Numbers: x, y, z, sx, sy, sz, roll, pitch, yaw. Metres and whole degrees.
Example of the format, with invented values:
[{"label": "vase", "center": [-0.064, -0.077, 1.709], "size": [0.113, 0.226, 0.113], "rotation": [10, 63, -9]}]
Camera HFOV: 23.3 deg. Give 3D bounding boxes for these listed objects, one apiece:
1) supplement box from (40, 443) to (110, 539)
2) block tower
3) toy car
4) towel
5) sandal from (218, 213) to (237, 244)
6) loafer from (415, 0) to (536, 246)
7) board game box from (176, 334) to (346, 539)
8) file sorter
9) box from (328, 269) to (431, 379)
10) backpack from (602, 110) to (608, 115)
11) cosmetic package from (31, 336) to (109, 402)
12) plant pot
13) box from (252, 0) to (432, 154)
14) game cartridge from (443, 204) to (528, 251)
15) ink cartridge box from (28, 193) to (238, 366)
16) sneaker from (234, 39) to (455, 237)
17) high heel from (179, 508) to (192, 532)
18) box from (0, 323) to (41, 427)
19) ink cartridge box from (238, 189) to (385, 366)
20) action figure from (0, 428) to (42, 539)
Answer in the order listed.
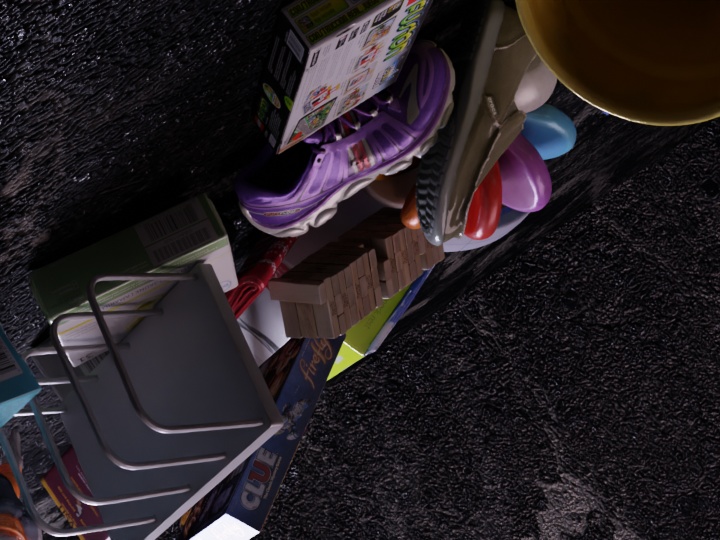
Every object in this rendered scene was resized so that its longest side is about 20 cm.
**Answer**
[{"label": "supplement box", "center": [-0.177, 0.150, 1.487], "size": [0.110, 0.086, 0.200], "rotation": [-30, 170, -40]}, {"label": "block tower", "center": [0.000, 0.000, 1.514], "size": [0.054, 0.058, 0.200], "rotation": [2, -159, 33]}, {"label": "toy car", "center": [0.101, -0.107, 1.506], "size": [0.200, 0.150, 0.175], "rotation": [-32, 172, -21]}, {"label": "towel", "center": [-0.080, -0.018, 1.515], "size": [0.145, 0.022, 0.200], "rotation": [-45, -170, 47]}, {"label": "sandal", "center": [-0.150, -0.008, 1.414], "size": [0.075, 0.045, 0.200], "rotation": [-39, 172, 15]}, {"label": "loafer", "center": [0.098, -0.112, 1.379], "size": [0.075, 0.069, 0.200], "rotation": [-137, -117, -73]}, {"label": "board game box", "center": [-0.087, 0.149, 1.510], "size": [0.135, 0.035, 0.200], "rotation": [-42, -160, 56]}, {"label": "file sorter", "center": [-0.182, 0.107, 1.265], "size": [0.124, 0.139, 0.200], "rotation": [1, 145, -48]}, {"label": "box", "center": [-0.001, 0.041, 1.734], "size": [0.122, 0.048, 0.200], "rotation": [-55, -174, -21]}, {"label": "backpack", "center": [0.275, -0.220, 1.523], "size": [0.200, 0.147, 0.183], "rotation": [-37, 175, -32]}, {"label": "cosmetic package", "center": [-0.220, 0.090, 1.575], "size": [0.107, 0.090, 0.200], "rotation": [-35, 175, -9]}, {"label": "plant pot", "center": [0.232, -0.230, 1.228], "size": [0.201, 0.201, 0.189], "rotation": [-42, -176, 41]}, {"label": "box", "center": [-0.012, -0.150, 1.184], "size": [0.110, 0.035, 0.200], "rotation": [-33, 172, -16]}, {"label": "game cartridge", "center": [0.097, -0.087, 1.675], "size": [0.200, 0.133, 0.042], "rotation": [-26, 161, -53]}, {"label": "ink cartridge box", "center": [-0.167, 0.025, 1.353], "size": [0.145, 0.048, 0.200], "rotation": [-26, 159, -9]}, {"label": "sneaker", "center": [-0.011, -0.104, 1.341], "size": [0.200, 0.081, 0.083], "rotation": [-42, 153, -1]}, {"label": "high heel", "center": [-0.144, 0.156, 1.590], "size": [0.143, 0.071, 0.200], "rotation": [63, 36, -50]}, {"label": "box", "center": [-0.318, 0.107, 1.257], "size": [0.200, 0.082, 0.049], "rotation": [-41, 169, 34]}, {"label": "ink cartridge box", "center": [-0.055, 0.011, 1.667], "size": [0.147, 0.083, 0.200], "rotation": [-54, -174, -38]}, {"label": "action figure", "center": [-0.326, 0.181, 1.382], "size": [0.200, 0.194, 0.105], "rotation": [16, 110, -34]}]
